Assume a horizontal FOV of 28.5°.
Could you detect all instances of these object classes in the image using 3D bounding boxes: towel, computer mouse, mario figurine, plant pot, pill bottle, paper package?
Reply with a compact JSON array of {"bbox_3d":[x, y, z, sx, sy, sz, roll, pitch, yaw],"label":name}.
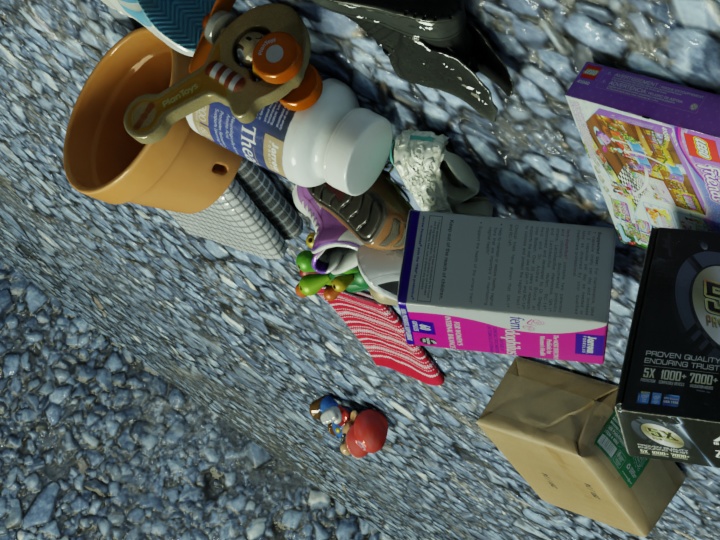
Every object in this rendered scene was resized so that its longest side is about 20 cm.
[{"bbox_3d":[0.028,0.089,2.012,0.144,0.023,0.200,18,155,44],"label":"towel"},{"bbox_3d":[0.084,0.008,1.487,0.198,0.111,0.044,16,132,-36],"label":"computer mouse"},{"bbox_3d":[-0.184,-0.103,1.819,0.198,0.086,0.166,16,156,44],"label":"towel"},{"bbox_3d":[-0.030,0.282,2.470,0.122,0.108,0.199,5,-175,-25],"label":"mario figurine"},{"bbox_3d":[-0.223,-0.153,1.608,0.139,0.203,0.199,29,171,-39],"label":"plant pot"},{"bbox_3d":[-0.071,-0.152,1.422,0.198,0.112,0.111,28,161,24],"label":"pill bottle"},{"bbox_3d":[0.271,0.218,1.745,0.189,0.104,0.200,13,151,48],"label":"paper package"}]

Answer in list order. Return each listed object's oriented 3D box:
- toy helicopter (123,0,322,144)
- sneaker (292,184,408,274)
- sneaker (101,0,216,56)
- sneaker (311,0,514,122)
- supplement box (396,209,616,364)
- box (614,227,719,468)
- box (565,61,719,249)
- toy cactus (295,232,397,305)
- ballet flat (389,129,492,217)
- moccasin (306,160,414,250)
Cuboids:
[{"bbox_3d":[-0.141,-0.190,1.352,0.134,0.198,0.079,65,-172,23],"label":"toy helicopter"},{"bbox_3d":[-0.040,-0.054,1.619,0.073,0.115,0.200,42,163,-26],"label":"sneaker"},{"bbox_3d":[-0.216,-0.285,1.426,0.200,0.077,0.081,43,163,9],"label":"sneaker"},{"bbox_3d":[0.033,-0.200,1.187,0.198,0.060,0.105,24,155,25],"label":"sneaker"},{"bbox_3d":[0.141,0.016,1.357,0.197,0.105,0.102,4,154,10],"label":"supplement box"},{"bbox_3d":[0.309,0.065,1.084,0.197,0.166,0.086,7,151,23],"label":"box"},{"bbox_3d":[0.252,-0.074,1.130,0.136,0.039,0.201,22,158,35],"label":"box"},{"bbox_3d":[0.000,0.000,1.757,0.163,0.104,0.200,18,162,-7],"label":"toy cactus"},{"bbox_3d":[0.095,-0.066,1.418,0.071,0.072,0.200,20,158,40],"label":"ballet flat"},{"bbox_3d":[0.002,-0.086,1.480,0.077,0.074,0.201,16,-163,-39],"label":"moccasin"}]
